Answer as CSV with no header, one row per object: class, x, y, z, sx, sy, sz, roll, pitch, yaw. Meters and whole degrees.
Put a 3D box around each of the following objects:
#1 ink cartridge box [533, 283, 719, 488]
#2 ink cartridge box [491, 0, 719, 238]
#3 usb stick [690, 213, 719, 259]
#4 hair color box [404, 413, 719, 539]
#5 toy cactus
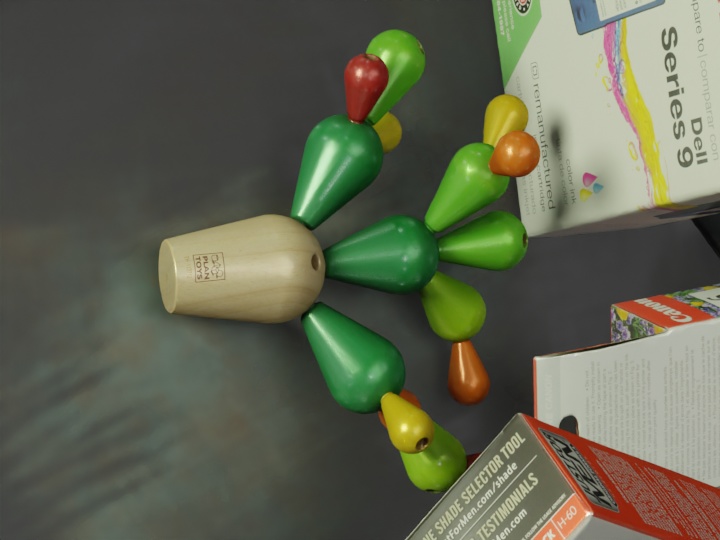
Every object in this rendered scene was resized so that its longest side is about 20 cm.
ink cartridge box,0.155,0.066,0.932,0.199,0.050,0.110,-10,107,-24
ink cartridge box,0.144,-0.099,0.876,0.087,0.200,0.147,-6,88,-29
usb stick,0.228,0.017,1.001,0.055,0.033,0.200,-40,105,-4
hair color box,0.108,0.135,0.851,0.199,0.061,0.102,22,115,-44
toy cactus,0.000,0.000,0.858,0.164,0.102,0.202,-5,95,-19
